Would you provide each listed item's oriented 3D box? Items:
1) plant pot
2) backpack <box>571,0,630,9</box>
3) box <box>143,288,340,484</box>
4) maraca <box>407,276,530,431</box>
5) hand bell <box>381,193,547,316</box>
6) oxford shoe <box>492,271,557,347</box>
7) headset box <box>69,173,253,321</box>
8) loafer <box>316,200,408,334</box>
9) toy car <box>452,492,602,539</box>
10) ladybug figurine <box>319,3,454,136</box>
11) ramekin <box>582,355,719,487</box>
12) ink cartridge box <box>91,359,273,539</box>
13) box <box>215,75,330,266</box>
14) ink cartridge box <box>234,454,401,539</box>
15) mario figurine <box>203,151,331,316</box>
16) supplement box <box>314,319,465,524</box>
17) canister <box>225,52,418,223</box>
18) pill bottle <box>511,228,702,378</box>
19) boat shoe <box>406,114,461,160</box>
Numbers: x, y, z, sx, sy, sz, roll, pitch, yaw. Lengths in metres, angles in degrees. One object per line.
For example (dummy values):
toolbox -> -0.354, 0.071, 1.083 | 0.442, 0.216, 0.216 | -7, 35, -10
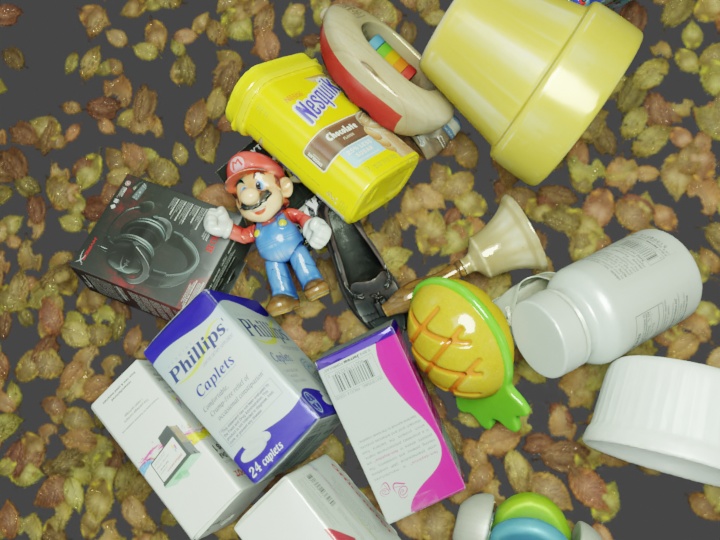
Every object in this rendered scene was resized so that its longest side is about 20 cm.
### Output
plant pot -> 0.176, -0.230, 0.826 | 0.188, 0.201, 0.202 | 36, 88, 1
backpack -> 0.252, -0.372, 0.906 | 0.197, 0.182, 0.137 | -18, 95, 20
box -> -0.125, 0.132, 0.885 | 0.105, 0.184, 0.200 | -46, 77, 3
maraca -> 0.123, 0.098, 0.848 | 0.106, 0.136, 0.202 | -34, 103, -30
hand bell -> 0.116, 0.003, 0.901 | 0.198, 0.104, 0.105 | -30, 78, 2
oxford shoe -> 0.172, 0.069, 0.909 | 0.199, 0.058, 0.076 | -37, 81, 5
headset box -> -0.246, -0.019, 0.965 | 0.197, 0.078, 0.150 | 20, 67, 13
loafer -> 0.000, 0.000, 0.922 | 0.071, 0.063, 0.202 | -27, 95, 0
toy car -> 0.176, 0.352, 0.816 | 0.172, 0.150, 0.203 | 15, 84, 12
ladybug figurine -> 0.023, -0.234, 0.885 | 0.200, 0.136, 0.072 | 45, 125, 1
ramekin -> 0.349, 0.164, 0.796 | 0.197, 0.201, 0.099 | 15, 77, 12
ink cartridge box -> -0.211, 0.212, 0.907 | 0.084, 0.145, 0.200 | -43, 77, 1
box -> -0.069, -0.131, 0.986 | 0.199, 0.049, 0.160 | -39, 79, 2
ink cartridge box -> -0.040, 0.300, 0.836 | 0.086, 0.200, 0.148 | -44, 77, 1
mario figurine -> -0.114, -0.049, 0.898 | 0.122, 0.106, 0.203 | -22, 88, -26
supplement box -> 0.037, 0.173, 0.875 | 0.100, 0.103, 0.202 | -24, 89, 5
canister -> -0.042, -0.161, 0.893 | 0.200, 0.148, 0.087 | 42, 129, 10
pill bottle -> 0.272, 0.039, 0.830 | 0.198, 0.114, 0.116 | -23, 77, -23
boat shoe -> 0.035, -0.223, 0.970 | 0.199, 0.072, 0.073 | 39, 91, 13
